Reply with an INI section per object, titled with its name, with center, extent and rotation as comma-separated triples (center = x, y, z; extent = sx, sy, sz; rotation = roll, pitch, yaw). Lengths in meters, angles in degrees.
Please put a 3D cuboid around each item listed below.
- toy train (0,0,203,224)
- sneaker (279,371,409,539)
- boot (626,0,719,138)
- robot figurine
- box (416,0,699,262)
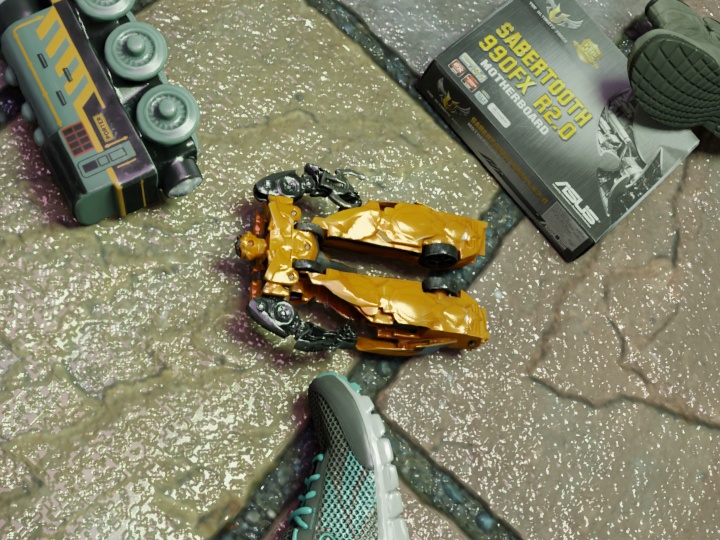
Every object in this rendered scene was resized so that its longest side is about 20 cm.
[toy train]
center = -0.192, -0.132, 0.872
extent = 0.113, 0.085, 0.202
rotation = -26, 79, -16
[sneaker]
center = -0.018, 0.169, 0.816
extent = 0.090, 0.078, 0.203
rotation = -8, 71, -17
[boot]
center = 0.272, -0.187, 1.030
extent = 0.198, 0.068, 0.132
rotation = 16, 42, -42
[robot figurine]
center = 0.000, 0.000, 0.896
extent = 0.196, 0.058, 0.148
rotation = 9, 66, -16
[box]
center = 0.168, -0.132, 1.012
extent = 0.158, 0.048, 0.201
rotation = -38, 85, -27
